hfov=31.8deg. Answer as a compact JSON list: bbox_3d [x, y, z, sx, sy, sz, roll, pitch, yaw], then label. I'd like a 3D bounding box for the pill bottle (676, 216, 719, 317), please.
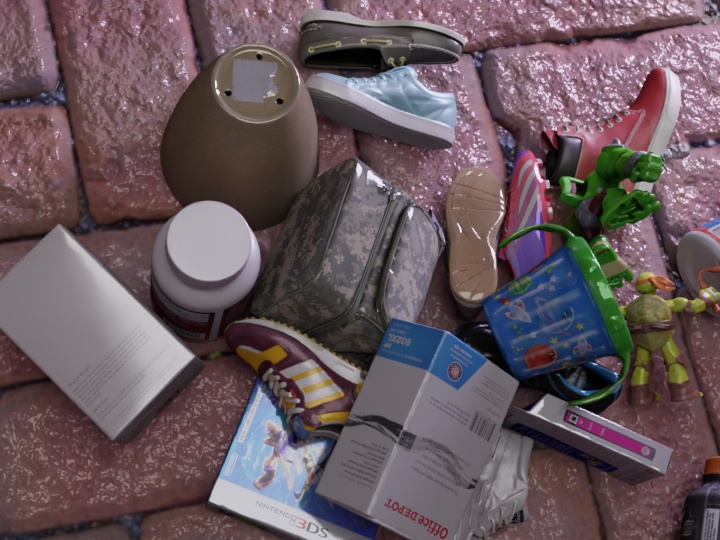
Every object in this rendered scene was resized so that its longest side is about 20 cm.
[{"bbox_3d":[0.489,-0.032,1.508,0.200,0.112,0.112,-24,78,-16],"label":"pill bottle"}]

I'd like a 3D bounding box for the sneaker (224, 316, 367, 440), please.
[{"bbox_3d":[-0.064,0.125,1.332,0.200,0.075,0.090,27,64,0],"label":"sneaker"}]

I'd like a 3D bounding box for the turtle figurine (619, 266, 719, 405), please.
[{"bbox_3d":[0.344,0.068,1.440,0.200,0.064,0.162,-10,89,23],"label":"turtle figurine"}]

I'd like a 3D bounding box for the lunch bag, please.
[{"bbox_3d":[0.000,0.000,1.385,0.168,0.139,0.200,36,52,-24],"label":"lunch bag"}]

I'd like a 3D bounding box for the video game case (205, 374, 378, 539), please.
[{"bbox_3d":[-0.047,0.196,1.376,0.181,0.045,0.200,23,70,-4],"label":"video game case"}]

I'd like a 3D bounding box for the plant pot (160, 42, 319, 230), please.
[{"bbox_3d":[-0.125,-0.164,1.392,0.187,0.200,0.188,3,72,-9],"label":"plant pot"}]

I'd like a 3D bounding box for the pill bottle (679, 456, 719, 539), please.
[{"bbox_3d":[0.404,0.308,1.389,0.106,0.106,0.200,15,71,-5],"label":"pill bottle"}]

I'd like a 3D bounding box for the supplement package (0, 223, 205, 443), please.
[{"bbox_3d":[-0.278,0.069,1.325,0.200,0.120,0.121,44,83,5],"label":"supplement package"}]

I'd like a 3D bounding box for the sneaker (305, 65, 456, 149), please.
[{"bbox_3d":[0.025,-0.206,1.486,0.200,0.074,0.082,17,74,-29],"label":"sneaker"}]

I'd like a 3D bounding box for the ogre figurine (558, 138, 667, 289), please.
[{"bbox_3d":[0.279,-0.067,1.442,0.098,0.200,0.120,-3,36,-4],"label":"ogre figurine"}]

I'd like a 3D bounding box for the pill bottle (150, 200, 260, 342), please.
[{"bbox_3d":[-0.164,0.000,1.333,0.113,0.200,0.113,3,72,-10],"label":"pill bottle"}]

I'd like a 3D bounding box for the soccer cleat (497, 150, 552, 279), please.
[{"bbox_3d":[0.192,-0.048,1.488,0.076,0.067,0.200,-9,71,7],"label":"soccer cleat"}]

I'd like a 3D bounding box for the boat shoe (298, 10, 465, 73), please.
[{"bbox_3d":[0.025,-0.266,1.521,0.201,0.072,0.060,6,73,-2],"label":"boat shoe"}]

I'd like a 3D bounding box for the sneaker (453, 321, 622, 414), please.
[{"bbox_3d":[0.202,0.101,1.430,0.200,0.082,0.073,19,72,-3],"label":"sneaker"}]

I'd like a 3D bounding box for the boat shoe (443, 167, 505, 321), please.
[{"bbox_3d":[0.128,-0.032,1.468,0.072,0.065,0.200,8,53,-6],"label":"boat shoe"}]

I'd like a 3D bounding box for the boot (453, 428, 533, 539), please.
[{"bbox_3d":[0.137,0.264,1.370,0.095,0.074,0.200,12,70,1],"label":"boot"}]

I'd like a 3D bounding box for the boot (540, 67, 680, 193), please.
[{"bbox_3d":[0.301,-0.178,1.540,0.144,0.072,0.200,23,74,-5],"label":"boot"}]

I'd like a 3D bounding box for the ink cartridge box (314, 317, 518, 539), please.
[{"bbox_3d":[0.061,0.171,1.304,0.145,0.084,0.200,36,74,-44],"label":"ink cartridge box"}]

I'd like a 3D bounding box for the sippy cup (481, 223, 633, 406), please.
[{"bbox_3d":[0.205,0.050,1.355,0.130,0.140,0.178,-23,48,5],"label":"sippy cup"}]

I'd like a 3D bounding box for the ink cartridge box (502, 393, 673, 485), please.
[{"bbox_3d":[0.238,0.181,1.404,0.200,0.095,0.037,22,72,-3],"label":"ink cartridge box"}]
